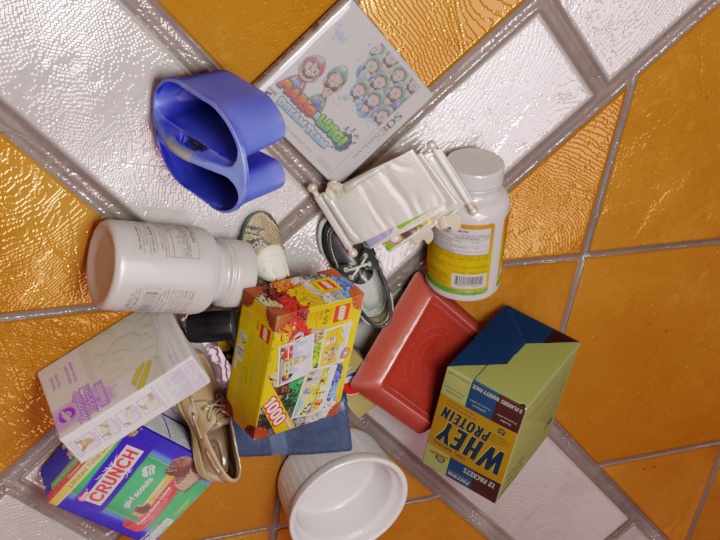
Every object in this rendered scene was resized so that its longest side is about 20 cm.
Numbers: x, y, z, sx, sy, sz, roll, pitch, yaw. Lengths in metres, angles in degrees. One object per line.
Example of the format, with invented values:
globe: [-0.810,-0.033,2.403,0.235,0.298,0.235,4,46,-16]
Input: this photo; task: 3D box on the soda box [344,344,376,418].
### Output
soda box: [-0.035,0.128,1.814,0.064,0.068,0.200,-37,131,1]

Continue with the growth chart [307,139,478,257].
growth chart: [0.047,-0.090,1.657,0.199,0.018,0.145,-21,118,10]

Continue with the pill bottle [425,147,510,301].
pill bottle: [0.153,-0.067,1.747,0.111,0.111,0.201,-12,127,-20]

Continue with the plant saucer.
plant saucer: [0.100,0.132,1.857,0.200,0.037,0.200,39,79,-45]

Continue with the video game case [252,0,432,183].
video game case: [-0.025,-0.228,1.597,0.182,0.024,0.200,-43,131,5]

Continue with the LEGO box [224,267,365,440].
LEGO box: [-0.090,0.111,1.655,0.149,0.077,0.201,-14,129,-38]

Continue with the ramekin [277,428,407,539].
ramekin: [-0.034,0.344,1.947,0.200,0.098,0.201,-14,128,-18]

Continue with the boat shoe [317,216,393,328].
boat shoe: [0.000,0.000,1.746,0.075,0.060,0.200,-33,131,-2]

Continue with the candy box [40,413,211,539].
candy box: [-0.326,0.285,1.766,0.169,0.077,0.200,-46,130,9]

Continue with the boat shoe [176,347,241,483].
boat shoe: [-0.209,0.203,1.735,0.071,0.064,0.201,-27,108,-42]

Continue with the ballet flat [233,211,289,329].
ballet flat: [-0.131,0.020,1.681,0.068,0.075,0.201,-12,127,-37]

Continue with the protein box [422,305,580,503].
protein box: [0.214,0.202,1.886,0.198,0.135,0.201,-40,150,-46]

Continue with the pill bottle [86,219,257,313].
pill bottle: [-0.240,-0.002,1.583,0.199,0.114,0.115,4,120,-32]

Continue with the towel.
towel: [-0.113,0.221,1.815,0.199,0.049,0.112,-2,126,3]

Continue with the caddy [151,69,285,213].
caddy: [-0.176,-0.154,1.464,0.105,0.200,0.142,-22,130,-34]

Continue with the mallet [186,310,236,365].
mallet: [-0.177,0.102,1.693,0.066,0.041,0.200,-8,157,12]

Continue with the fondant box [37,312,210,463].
fondant box: [-0.314,0.140,1.625,0.200,0.144,0.058,-33,132,-3]
